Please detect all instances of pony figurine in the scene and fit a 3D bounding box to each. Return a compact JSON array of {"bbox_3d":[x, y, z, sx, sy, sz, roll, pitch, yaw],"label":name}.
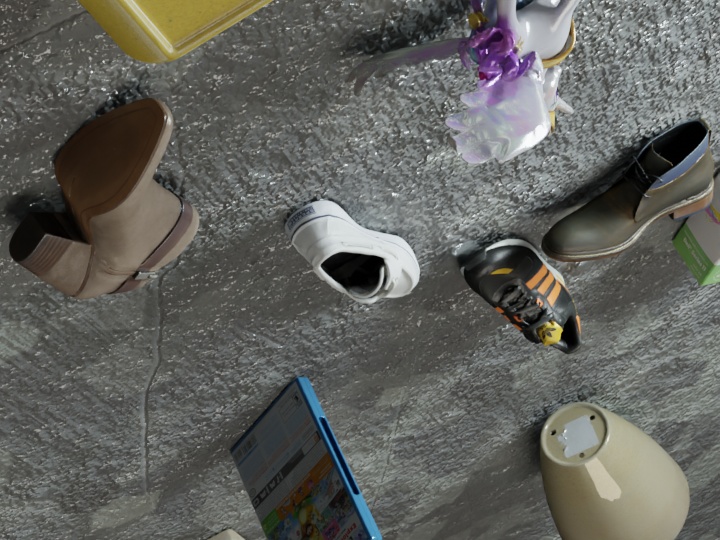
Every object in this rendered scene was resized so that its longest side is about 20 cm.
[{"bbox_3d":[0.112,-0.175,1.173,0.193,0.167,0.200,-16,134,-34],"label":"pony figurine"}]

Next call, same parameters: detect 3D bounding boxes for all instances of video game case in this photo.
[{"bbox_3d":[-0.060,0.233,1.598,0.018,0.200,0.143,5,138,-42],"label":"video game case"}]

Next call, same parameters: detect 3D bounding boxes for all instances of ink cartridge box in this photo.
[{"bbox_3d":[0.436,-0.075,1.648,0.117,0.067,0.200,-11,147,-26],"label":"ink cartridge box"}]

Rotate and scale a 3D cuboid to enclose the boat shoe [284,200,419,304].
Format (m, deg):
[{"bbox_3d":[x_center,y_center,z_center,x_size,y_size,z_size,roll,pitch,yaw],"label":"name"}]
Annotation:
[{"bbox_3d":[0.000,0.000,1.416,0.074,0.065,0.200,-39,148,19],"label":"boat shoe"}]

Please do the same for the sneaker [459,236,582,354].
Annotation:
[{"bbox_3d":[0.178,0.031,1.584,0.070,0.090,0.200,-37,150,17],"label":"sneaker"}]

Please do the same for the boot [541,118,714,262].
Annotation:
[{"bbox_3d":[0.265,-0.082,1.512,0.200,0.075,0.097,-25,139,-19],"label":"boot"}]

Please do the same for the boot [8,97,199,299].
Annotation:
[{"bbox_3d":[-0.178,-0.052,1.203,0.200,0.070,0.146,-39,155,23],"label":"boot"}]

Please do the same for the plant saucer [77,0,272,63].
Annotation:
[{"bbox_3d":[-0.103,-0.222,1.001,0.200,0.048,0.200,-31,151,6],"label":"plant saucer"}]

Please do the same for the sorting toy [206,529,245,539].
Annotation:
[{"bbox_3d":[-0.205,0.424,1.918,0.199,0.070,0.200,-28,150,2],"label":"sorting toy"}]

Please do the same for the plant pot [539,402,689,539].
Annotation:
[{"bbox_3d":[0.312,0.260,1.993,0.187,0.187,0.200,-30,136,5],"label":"plant pot"}]
